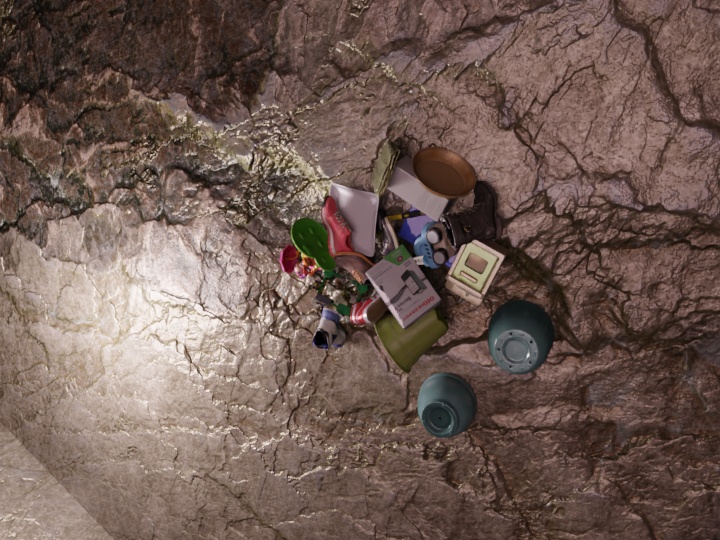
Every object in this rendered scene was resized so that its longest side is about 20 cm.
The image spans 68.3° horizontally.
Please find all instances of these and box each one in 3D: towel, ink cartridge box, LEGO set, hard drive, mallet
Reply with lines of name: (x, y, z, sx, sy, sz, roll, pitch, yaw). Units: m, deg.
towel: (0.072, -0.310, 1.583, 0.036, 0.201, 0.151, 19, 110, -8)
ink cartridge box: (0.129, 0.051, 1.574, 0.145, 0.084, 0.202, -36, 79, 1)
LEGO set: (-0.058, 0.086, 1.791, 0.195, 0.116, 0.158, 15, 78, 15)
hard drive: (0.228, -0.118, 1.650, 0.197, 0.025, 0.134, 32, 112, 13)
mallet: (0.125, -0.158, 1.657, 0.196, 0.041, 0.068, 3, 104, 35)

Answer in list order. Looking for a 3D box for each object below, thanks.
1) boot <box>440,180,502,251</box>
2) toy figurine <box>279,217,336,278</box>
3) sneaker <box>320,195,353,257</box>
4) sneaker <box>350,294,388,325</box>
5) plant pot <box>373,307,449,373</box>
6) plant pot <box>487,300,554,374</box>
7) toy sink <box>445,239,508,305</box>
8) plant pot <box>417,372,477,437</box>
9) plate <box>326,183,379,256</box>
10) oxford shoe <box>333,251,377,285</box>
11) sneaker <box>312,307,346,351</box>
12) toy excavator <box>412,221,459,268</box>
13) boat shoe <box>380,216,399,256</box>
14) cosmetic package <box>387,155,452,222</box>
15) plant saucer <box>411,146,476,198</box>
boot: (0.306, -0.160, 1.510, 0.069, 0.169, 0.205, 121, 138, -62)
toy figurine: (-0.192, -0.042, 1.786, 0.202, 0.149, 0.184, 54, 134, 5)
sneaker: (-0.067, -0.143, 1.708, 0.085, 0.074, 0.206, -3, 108, 27)
sneaker: (0.047, 0.112, 1.702, 0.111, 0.198, 0.073, -17, 100, 46)
plant pot: (0.173, 0.184, 1.671, 0.188, 0.200, 0.202, -35, 88, 12)
plant pot: (0.463, 0.209, 1.553, 0.195, 0.161, 0.207, 5, 104, 20)
toy sink: (0.336, 0.005, 1.586, 0.128, 0.112, 0.204, 30, 112, 14)
plant pot: (0.267, 0.451, 1.705, 0.195, 0.134, 0.206, 5, 105, 21)
plate: (-0.021, -0.166, 1.719, 0.196, 0.032, 0.206, 18, 113, 32)
oxford shoe: (0.000, 0.000, 1.704, 0.195, 0.074, 0.072, 21, 147, -7)
sneaker: (-0.114, 0.221, 1.775, 0.079, 0.117, 0.201, 19, 151, 19)
toy excavator: (0.203, -0.047, 1.623, 0.197, 0.099, 0.199, -5, 110, 44)
boat shoe: (0.092, -0.069, 1.662, 0.063, 0.073, 0.204, -17, 123, 4)
cosmetic package: (0.184, -0.248, 1.588, 0.198, 0.107, 0.086, 35, 128, 13)
plant saucer: (0.237, -0.275, 1.537, 0.198, 0.201, 0.036, 34, 142, 11)
